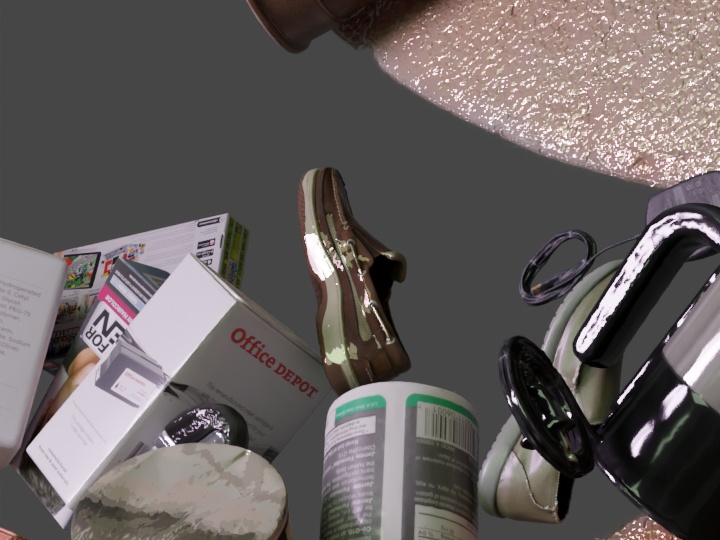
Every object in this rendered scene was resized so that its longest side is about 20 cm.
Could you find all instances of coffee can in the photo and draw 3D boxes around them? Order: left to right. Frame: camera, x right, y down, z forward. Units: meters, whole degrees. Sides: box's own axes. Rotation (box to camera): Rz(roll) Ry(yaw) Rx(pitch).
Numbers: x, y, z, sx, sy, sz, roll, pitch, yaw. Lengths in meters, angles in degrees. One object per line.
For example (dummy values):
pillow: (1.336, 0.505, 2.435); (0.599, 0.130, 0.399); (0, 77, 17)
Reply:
coffee can: (-0.107, 0.240, 1.249); (0.145, 0.202, 0.147); (-6, 31, 4)

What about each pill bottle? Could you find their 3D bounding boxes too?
pill bottle: (0.026, 0.189, 1.272); (0.112, 0.113, 0.202); (-15, 56, 29)

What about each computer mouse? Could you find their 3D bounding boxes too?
computer mouse: (0.202, -0.019, 1.328); (0.199, 0.034, 0.059); (-22, 69, 31)

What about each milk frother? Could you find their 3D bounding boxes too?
milk frother: (0.203, 0.053, 1.125); (0.180, 0.200, 0.189); (40, 105, 17)

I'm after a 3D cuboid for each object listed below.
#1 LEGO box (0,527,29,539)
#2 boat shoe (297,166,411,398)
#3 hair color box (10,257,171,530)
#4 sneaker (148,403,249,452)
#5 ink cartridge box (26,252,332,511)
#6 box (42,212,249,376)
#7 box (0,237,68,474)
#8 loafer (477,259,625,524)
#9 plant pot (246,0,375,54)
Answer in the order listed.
LEGO box: (-0.355, 0.274, 1.530); (0.199, 0.077, 0.150); (12, 72, 41)
boat shoe: (0.002, 0.003, 1.440); (0.074, 0.075, 0.204); (-17, 60, 11)
hair color box: (-0.198, 0.103, 1.495); (0.099, 0.060, 0.201); (38, 104, 42)
sneaker: (-0.107, 0.172, 1.371); (0.075, 0.115, 0.201); (49, 125, 31)
ink cartridge box: (-0.134, 0.110, 1.417); (0.200, 0.144, 0.084); (-50, 46, 0)
box: (-0.191, 0.022, 1.588); (0.198, 0.035, 0.111); (-11, 58, 32)
box: (-0.371, 0.068, 1.537); (0.199, 0.198, 0.173); (137, 149, -62)
loafer: (0.155, 0.089, 1.274); (0.069, 0.075, 0.201); (24, 84, 31)
plant pot: (-0.003, -0.314, 1.554); (0.197, 0.200, 0.202); (-20, 53, 16)
